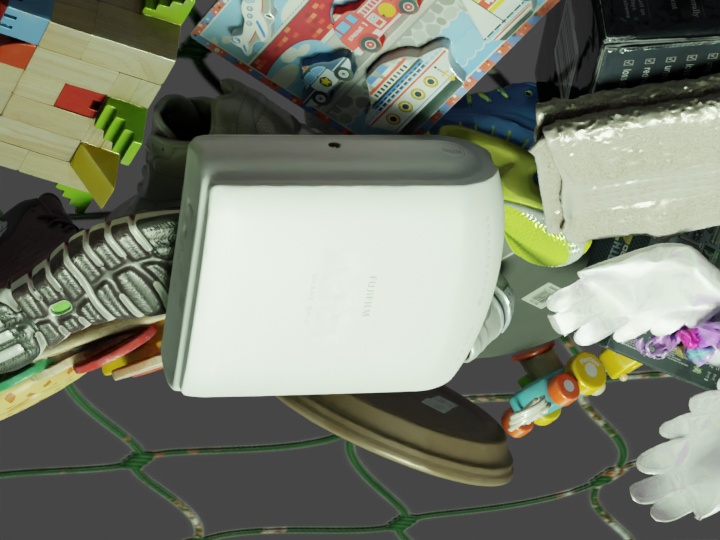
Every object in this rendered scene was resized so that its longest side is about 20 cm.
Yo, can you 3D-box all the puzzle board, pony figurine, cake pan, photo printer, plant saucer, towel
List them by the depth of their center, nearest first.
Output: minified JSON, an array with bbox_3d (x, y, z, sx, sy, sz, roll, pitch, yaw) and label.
[{"bbox_3d":[0.197,-0.068,1.563,0.199,0.035,0.133,-11,151,5],"label":"towel"},{"bbox_3d":[0.010,-0.151,1.583,0.150,0.017,0.200,32,136,-15],"label":"puzzle board"},{"bbox_3d":[-0.012,-0.003,1.643,0.199,0.070,0.167,0,124,-18],"label":"photo printer"},{"bbox_3d":[0.228,0.035,1.652,0.192,0.167,0.200,-27,-172,12],"label":"pony figurine"},{"bbox_3d":[0.120,0.000,1.849,0.199,0.037,0.200,-19,156,-9],"label":"cake pan"},{"bbox_3d":[0.021,0.095,1.931,0.199,0.200,0.030,17,101,-35],"label":"plant saucer"}]

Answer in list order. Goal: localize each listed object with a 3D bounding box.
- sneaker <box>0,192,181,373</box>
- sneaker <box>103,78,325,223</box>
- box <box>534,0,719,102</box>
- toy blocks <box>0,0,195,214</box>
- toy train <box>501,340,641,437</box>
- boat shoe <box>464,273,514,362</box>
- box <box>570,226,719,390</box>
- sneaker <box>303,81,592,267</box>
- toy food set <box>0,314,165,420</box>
[{"bbox_3d":[-0.171,-0.020,1.710,0.199,0.116,0.076,-20,129,11],"label":"sneaker"},{"bbox_3d":[-0.110,-0.068,1.721,0.092,0.076,0.200,43,137,-20],"label":"sneaker"},{"bbox_3d":[0.216,-0.129,1.616,0.195,0.125,0.200,-2,150,-6],"label":"box"},{"bbox_3d":[-0.192,-0.121,1.590,0.136,0.100,0.200,17,145,-16],"label":"toy blocks"},{"bbox_3d":[0.178,0.047,1.935,0.199,0.056,0.150,-29,170,-4],"label":"toy train"},{"bbox_3d":[0.000,0.000,1.762,0.199,0.067,0.074,18,127,16],"label":"boat shoe"},{"bbox_3d":[0.241,0.000,1.817,0.199,0.158,0.051,21,-178,-41],"label":"box"},{"bbox_3d":[0.066,-0.083,1.724,0.199,0.105,0.076,29,149,-2],"label":"sneaker"},{"bbox_3d":[-0.166,0.051,1.832,0.199,0.049,0.198,-16,178,-29],"label":"toy food set"}]
